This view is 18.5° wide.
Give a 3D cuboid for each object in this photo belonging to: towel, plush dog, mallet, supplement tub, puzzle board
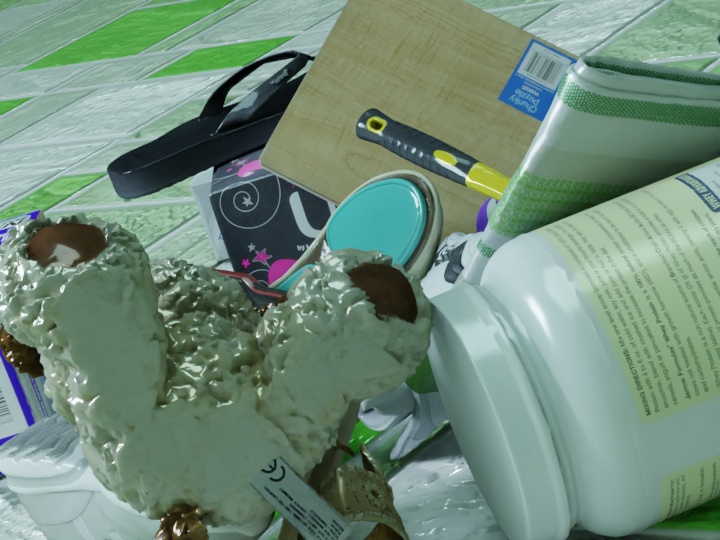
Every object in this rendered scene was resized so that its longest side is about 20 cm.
[{"bbox_3d":[0.117,-0.018,1.083,0.149,0.200,0.031,4,40,-32],"label":"towel"},{"bbox_3d":[-0.080,0.051,1.022,0.199,0.161,0.172,6,13,-11],"label":"plush dog"},{"bbox_3d":[0.073,-0.057,1.192,0.066,0.041,0.200,-51,47,0],"label":"mallet"},{"bbox_3d":[0.142,0.034,1.015,0.199,0.146,0.145,-21,17,-9],"label":"supplement tub"},{"bbox_3d":[0.058,-0.086,1.363,0.151,0.199,0.017,-61,-13,-10],"label":"puzzle board"}]

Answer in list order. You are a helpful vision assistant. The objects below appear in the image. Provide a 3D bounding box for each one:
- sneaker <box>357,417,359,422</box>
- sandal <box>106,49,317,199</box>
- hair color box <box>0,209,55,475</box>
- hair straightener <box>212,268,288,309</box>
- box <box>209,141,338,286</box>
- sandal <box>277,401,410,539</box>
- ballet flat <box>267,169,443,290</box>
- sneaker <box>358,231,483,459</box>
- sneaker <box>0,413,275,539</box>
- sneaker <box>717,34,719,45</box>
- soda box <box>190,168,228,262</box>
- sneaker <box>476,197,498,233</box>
[{"bbox_3d":[-0.083,0.090,1.252,0.199,0.072,0.083,-1,-1,44],"label":"sneaker"},{"bbox_3d":[-0.076,-0.107,1.456,0.200,0.043,0.076,-28,19,-21],"label":"sandal"},{"bbox_3d":[-0.229,0.045,1.428,0.065,0.110,0.200,-17,18,5],"label":"hair color box"},{"bbox_3d":[-0.072,0.040,1.286,0.077,0.041,0.200,-38,24,-20],"label":"hair straightener"},{"bbox_3d":[0.011,-0.048,1.450,0.199,0.115,0.132,-18,17,4],"label":"box"},{"bbox_3d":[-0.011,0.136,1.038,0.069,0.078,0.212,19,36,11],"label":"sandal"},{"bbox_3d":[0.000,0.000,1.324,0.200,0.070,0.069,-38,1,42],"label":"ballet flat"},{"bbox_3d":[0.037,0.039,1.213,0.115,0.075,0.200,-40,-1,-4],"label":"sneaker"},{"bbox_3d":[-0.103,0.118,1.116,0.075,0.082,0.200,-34,23,-31],"label":"sneaker"},{"bbox_3d":[0.243,-0.096,1.323,0.075,0.114,0.200,-25,6,-23],"label":"sneaker"},{"bbox_3d":[-0.084,-0.073,1.711,0.068,0.064,0.200,-17,17,7],"label":"soda box"},{"bbox_3d":[0.120,-0.024,1.238,0.069,0.100,0.200,-26,31,-13],"label":"sneaker"}]
